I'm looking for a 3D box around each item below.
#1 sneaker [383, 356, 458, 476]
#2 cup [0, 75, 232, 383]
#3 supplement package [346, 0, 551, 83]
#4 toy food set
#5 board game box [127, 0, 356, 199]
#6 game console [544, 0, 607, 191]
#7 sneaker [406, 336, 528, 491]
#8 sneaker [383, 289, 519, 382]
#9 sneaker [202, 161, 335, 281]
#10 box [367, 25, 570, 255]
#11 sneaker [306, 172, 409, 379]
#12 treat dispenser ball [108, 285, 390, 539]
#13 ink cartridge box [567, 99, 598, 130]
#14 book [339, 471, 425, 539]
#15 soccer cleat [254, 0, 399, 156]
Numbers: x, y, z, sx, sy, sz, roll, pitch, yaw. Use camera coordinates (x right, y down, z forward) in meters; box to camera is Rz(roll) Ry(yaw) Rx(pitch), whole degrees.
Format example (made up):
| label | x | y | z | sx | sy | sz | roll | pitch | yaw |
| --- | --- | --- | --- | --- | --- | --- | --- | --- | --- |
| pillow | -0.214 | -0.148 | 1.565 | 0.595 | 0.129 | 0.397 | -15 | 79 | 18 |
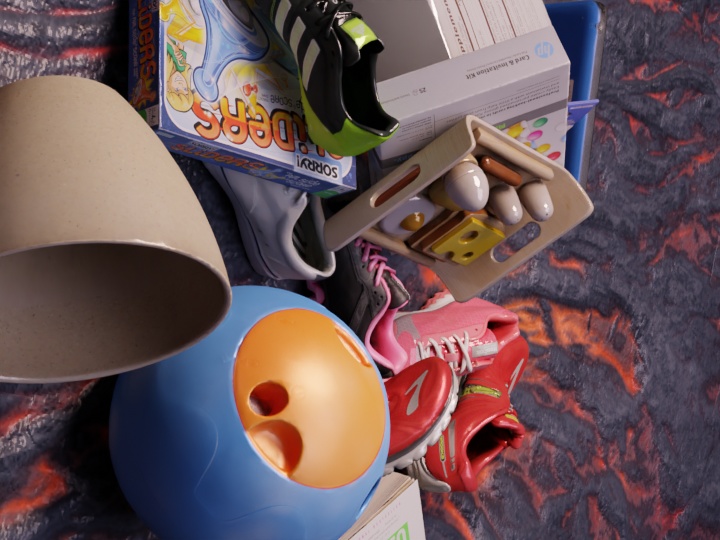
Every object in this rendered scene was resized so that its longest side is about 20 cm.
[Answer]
| label | x | y | z | sx | sy | sz | roll | pitch | yaw |
| --- | --- | --- | --- | --- | --- | --- | --- | --- | --- |
| sneaker | -0.011 | 0.124 | 1.533 | 0.200 | 0.077 | 0.085 | -33 | 124 | -9 |
| cup | -0.187 | -0.034 | 1.196 | 0.200 | 0.200 | 0.144 | 34 | 41 | -56 |
| supplement package | 0.065 | -0.188 | 1.585 | 0.200 | 0.117 | 0.118 | -12 | 81 | -57 |
| toy food set | 0.080 | -0.037 | 1.502 | 0.200 | 0.143 | 0.061 | 23 | 36 | -53 |
| board game box | -0.083 | -0.139 | 1.394 | 0.200 | 0.034 | 0.136 | 14 | 69 | -46 |
| game console | 0.208 | -0.151 | 1.870 | 0.118 | 0.170 | 0.201 | 6 | 91 | -32 |
| sneaker | 0.118 | 0.137 | 1.788 | 0.200 | 0.085 | 0.077 | -54 | 139 | -38 |
| sneaker | 0.074 | 0.064 | 1.714 | 0.200 | 0.086 | 0.074 | -30 | 120 | -52 |
| sneaker | -0.066 | -0.075 | 1.470 | 0.073 | 0.071 | 0.200 | -57 | 141 | -35 |
| box | 0.084 | -0.098 | 1.511 | 0.200 | 0.155 | 0.041 | 84 | -14 | -62 |
| sneaker | 0.000 | 0.000 | 1.573 | 0.079 | 0.095 | 0.201 | -28 | 118 | -51 |
| treat dispenser ball | -0.078 | 0.111 | 1.366 | 0.201 | 0.200 | 0.202 | -18 | 111 | -56 |
| ink cartridge box | 0.099 | -0.096 | 1.640 | 0.119 | 0.200 | 0.042 | -10 | 67 | -58 |
| book | 0.008 | 0.296 | 1.701 | 0.134 | 0.048 | 0.201 | -40 | 131 | -43 |
| soccer cleat | -0.028 | -0.179 | 1.372 | 0.067 | 0.081 | 0.201 | -31 | 104 | -38 |
